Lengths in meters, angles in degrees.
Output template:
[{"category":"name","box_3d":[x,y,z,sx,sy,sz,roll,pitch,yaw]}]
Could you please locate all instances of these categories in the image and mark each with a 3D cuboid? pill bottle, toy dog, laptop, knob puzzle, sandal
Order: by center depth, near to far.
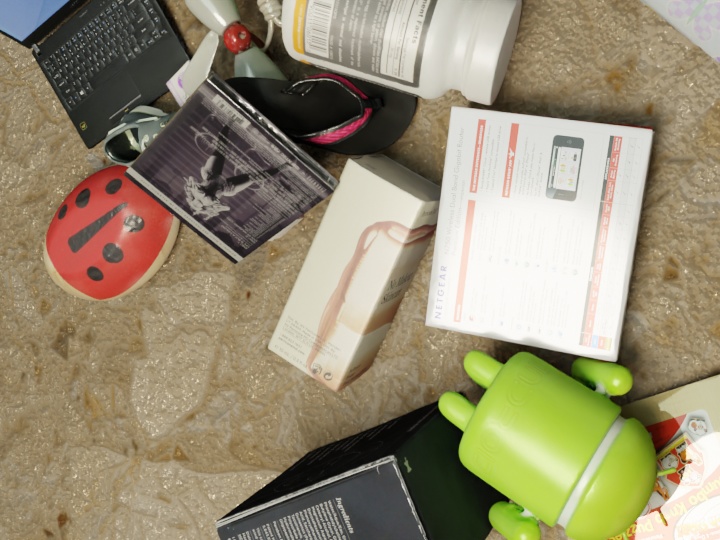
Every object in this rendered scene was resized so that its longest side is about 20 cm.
[{"category":"knob puzzle","box_3d":[0.276,0.215,0.815,0.216,0.030,0.225,-3,84,31]},{"category":"pill bottle","box_3d":[0.037,-0.222,0.828,0.196,0.116,0.119,18,104,11]},{"category":"sandal","box_3d":[-0.038,-0.149,0.858,0.196,0.045,0.077,-2,85,-16]},{"category":"toy dog","box_3d":[-0.109,-0.188,0.919,0.096,0.129,0.204,159,100,-67]},{"category":"laptop","box_3d":[-0.306,-0.250,0.974,0.175,0.103,0.202,-27,96,26]}]

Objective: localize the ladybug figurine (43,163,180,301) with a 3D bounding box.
[{"category":"ladybug figurine","box_3d":[-0.282,-0.043,1.025,0.199,0.072,0.137,-37,81,24]}]

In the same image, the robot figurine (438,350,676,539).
[{"category":"robot figurine","box_3d":[0.165,0.150,0.796,0.198,0.116,0.177,31,82,20]}]

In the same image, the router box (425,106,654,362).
[{"category":"router box","box_3d":[0.158,-0.037,0.829,0.176,0.049,0.205,10,101,18]}]

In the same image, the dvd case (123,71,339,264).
[{"category":"dvd case","box_3d":[-0.128,-0.088,0.877,0.148,0.016,0.199,39,142,-17]}]

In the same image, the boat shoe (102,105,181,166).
[{"category":"boat shoe","box_3d":[-0.198,-0.125,0.941,0.198,0.062,0.074,16,137,47]}]

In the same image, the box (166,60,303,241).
[{"category":"box","box_3d":[-0.131,-0.125,0.963,0.041,0.039,0.202,-35,82,24]}]

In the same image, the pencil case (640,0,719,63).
[{"category":"pencil case","box_3d":[0.264,-0.249,0.742,0.200,0.083,0.091,45,139,12]}]

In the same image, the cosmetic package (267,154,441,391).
[{"category":"cosmetic package","box_3d":[0.000,0.000,0.886,0.086,0.103,0.203,29,109,15]}]

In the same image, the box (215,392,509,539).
[{"category":"box","box_3d":[0.009,0.224,0.856,0.194,0.199,0.126,-27,87,25]}]
